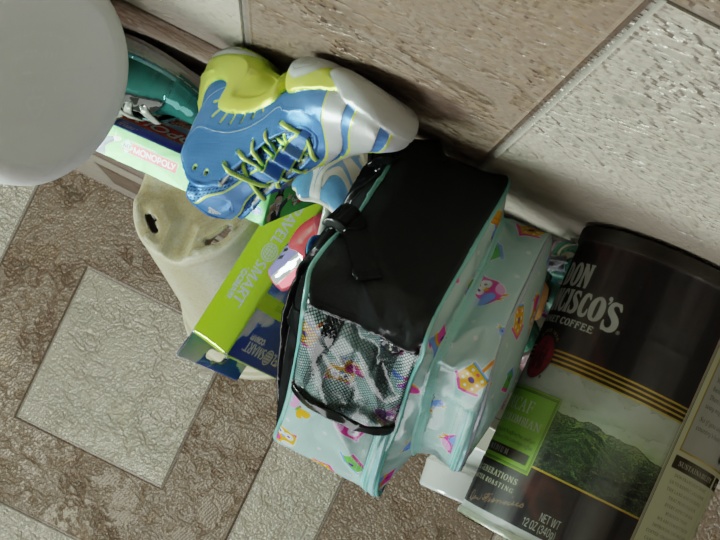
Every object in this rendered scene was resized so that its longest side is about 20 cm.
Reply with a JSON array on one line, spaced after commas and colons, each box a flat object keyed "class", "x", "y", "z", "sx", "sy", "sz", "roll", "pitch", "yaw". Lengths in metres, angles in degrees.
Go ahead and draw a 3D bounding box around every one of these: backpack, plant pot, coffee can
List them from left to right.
[{"class": "plant pot", "x": -0.113, "y": -0.028, "z": 1.412, "sx": 0.199, "sy": 0.202, "sz": 0.184, "roll": 23, "pitch": 164, "yaw": 31}, {"class": "backpack", "x": 0.026, "y": 0.041, "z": 0.969, "sx": 0.152, "sy": 0.177, "sz": 0.201, "roll": 27, "pitch": 136, "yaw": 0}, {"class": "coffee can", "x": 0.168, "y": 0.094, "z": 0.979, "sx": 0.145, "sy": 0.202, "sz": 0.146, "roll": 25, "pitch": 175, "yaw": 2}]

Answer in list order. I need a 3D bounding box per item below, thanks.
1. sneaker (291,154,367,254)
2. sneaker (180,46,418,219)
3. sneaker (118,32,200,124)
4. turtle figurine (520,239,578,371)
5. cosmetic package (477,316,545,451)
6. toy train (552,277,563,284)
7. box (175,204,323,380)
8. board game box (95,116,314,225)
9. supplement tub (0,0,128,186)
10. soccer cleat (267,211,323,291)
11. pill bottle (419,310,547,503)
[{"class": "sneaker", "x": 0.000, "y": 0.000, "z": 1.153, "sx": 0.072, "sy": 0.072, "sz": 0.202, "roll": -109, "pitch": 2, "yaw": -58}, {"class": "sneaker", "x": -0.044, "y": -0.070, "z": 0.914, "sx": 0.075, "sy": 0.106, "sz": 0.199, "roll": 28, "pitch": 176, "yaw": -33}, {"class": "sneaker", "x": -0.196, "y": -0.139, "z": 1.139, "sx": 0.198, "sy": 0.081, "sz": 0.071, "roll": 25, "pitch": 176, "yaw": 15}, {"class": "turtle figurine", "x": 0.111, "y": 0.015, "z": 1.103, "sx": 0.149, "sy": 0.101, "sz": 0.200, "roll": -33, "pitch": 115, "yaw": 32}, {"class": "cosmetic package", "x": 0.147, "y": 0.104, "z": 1.203, "sx": 0.199, "sy": 0.104, "sz": 0.073, "roll": 30, "pitch": 161, "yaw": -9}, {"class": "toy train", "x": 0.078, "y": -0.012, "z": 1.210, "sx": 0.198, "sy": 0.056, "sz": 0.150, "roll": 26, "pitch": 176, "yaw": 11}, {"class": "box", "x": -0.062, "y": 0.010, "z": 1.305, "sx": 0.047, "sy": 0.201, "sz": 0.122, "roll": 33, "pitch": 180, "yaw": 27}, {"class": "board game box", "x": -0.124, "y": -0.097, "z": 1.203, "sx": 0.198, "sy": 0.029, "sz": 0.134, "roll": 24, "pitch": -158, "yaw": 19}, {"class": "supplement tub", "x": -0.262, "y": -0.146, "z": 1.018, "sx": 0.199, "sy": 0.146, "sz": 0.144, "roll": 21, "pitch": 174, "yaw": 45}, {"class": "soccer cleat", "x": -0.003, "y": -0.014, "z": 1.272, "sx": 0.067, "sy": 0.076, "sz": 0.199, "roll": 62, "pitch": -157, "yaw": 12}, {"class": "pill bottle", "x": 0.123, "y": 0.103, "z": 1.312, "sx": 0.111, "sy": 0.202, "sz": 0.112, "roll": 21, "pitch": 175, "yaw": 2}]
